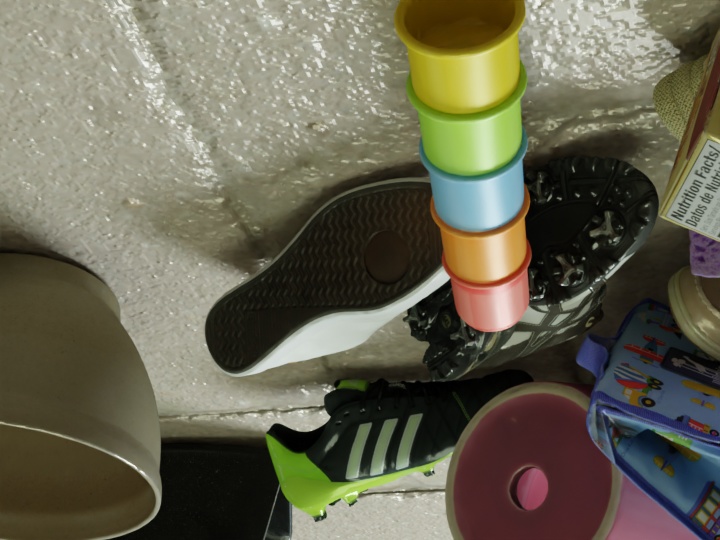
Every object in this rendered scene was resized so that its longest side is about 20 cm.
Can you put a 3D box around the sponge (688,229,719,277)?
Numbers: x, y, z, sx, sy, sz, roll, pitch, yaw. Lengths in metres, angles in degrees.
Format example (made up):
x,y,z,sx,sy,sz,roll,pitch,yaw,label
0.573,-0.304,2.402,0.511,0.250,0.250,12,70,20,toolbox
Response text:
x,y,z,sx,sy,sz,roll,pitch,yaw,label
0.276,-0.010,0.784,0.199,0.030,0.111,1,175,-37,sponge

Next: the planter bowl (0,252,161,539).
x,y,z,sx,sy,sz,roll,pitch,yaw,label
-0.217,0.074,0.962,0.199,0.135,0.201,3,151,2,planter bowl

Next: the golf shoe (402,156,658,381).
x,y,z,sx,sy,sz,roll,pitch,yaw,label
0.111,-0.005,0.874,0.094,0.078,0.200,-3,157,-37,golf shoe

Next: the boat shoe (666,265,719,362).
x,y,z,sx,sy,sz,roll,pitch,yaw,label
0.270,0.021,0.891,0.199,0.072,0.065,11,145,-24,boat shoe

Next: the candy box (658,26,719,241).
x,y,z,sx,sy,sz,roll,pitch,yaw,label
0.231,-0.038,0.612,0.199,0.116,0.055,22,140,5,candy box

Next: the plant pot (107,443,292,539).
x,y,z,sx,sy,sz,roll,pitch,yaw,label
-0.164,0.249,1.219,0.176,0.201,0.200,13,151,5,plant pot

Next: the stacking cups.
x,y,z,sx,sy,sz,roll,pitch,yaw,label
0.058,-0.052,0.757,0.060,0.061,0.200,-2,140,9,stacking cups

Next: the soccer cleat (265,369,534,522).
x,y,z,sx,sy,sz,roll,pitch,yaw,label
0.024,0.104,1.061,0.199,0.081,0.068,-26,-174,18,soccer cleat

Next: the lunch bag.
x,y,z,sx,sy,sz,roll,pitch,yaw,label
0.214,0.096,0.892,0.199,0.151,0.094,30,120,7,lunch bag

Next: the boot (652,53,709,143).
x,y,z,sx,sy,sz,roll,pitch,yaw,label
0.255,-0.068,0.723,0.199,0.073,0.155,27,142,-24,boot

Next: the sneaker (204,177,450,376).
x,y,z,sx,sy,sz,roll,pitch,yaw,label
0.000,0.000,0.900,0.200,0.073,0.084,-27,167,35,sneaker

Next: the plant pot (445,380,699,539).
x,y,z,sx,sy,sz,roll,pitch,yaw,label
0.155,0.154,0.980,0.199,0.201,0.179,-18,152,33,plant pot
